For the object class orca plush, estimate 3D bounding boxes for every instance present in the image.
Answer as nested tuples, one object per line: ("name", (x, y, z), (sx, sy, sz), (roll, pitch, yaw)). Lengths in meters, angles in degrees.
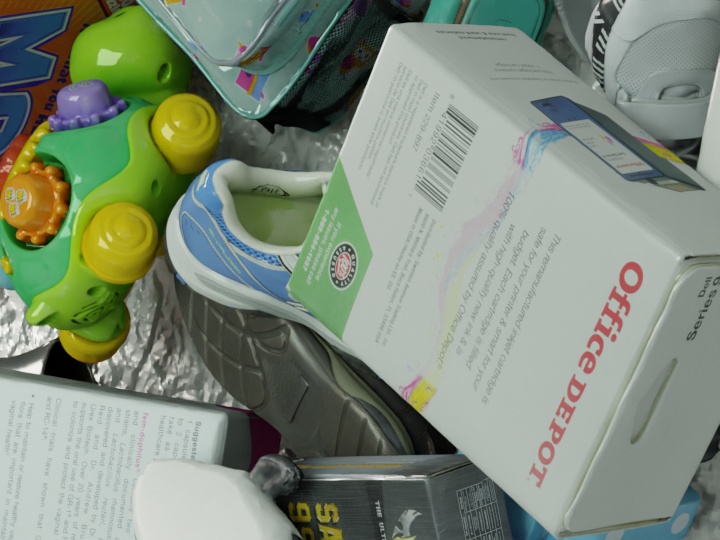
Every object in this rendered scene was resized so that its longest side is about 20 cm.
("orca plush", (-0.035, 0.151, 1.429), (0.199, 0.071, 0.106), (11, 65, 45))

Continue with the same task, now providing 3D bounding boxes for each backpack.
("backpack", (-0.033, -0.196, 1.537), (0.200, 0.153, 0.176), (-44, 70, 8))

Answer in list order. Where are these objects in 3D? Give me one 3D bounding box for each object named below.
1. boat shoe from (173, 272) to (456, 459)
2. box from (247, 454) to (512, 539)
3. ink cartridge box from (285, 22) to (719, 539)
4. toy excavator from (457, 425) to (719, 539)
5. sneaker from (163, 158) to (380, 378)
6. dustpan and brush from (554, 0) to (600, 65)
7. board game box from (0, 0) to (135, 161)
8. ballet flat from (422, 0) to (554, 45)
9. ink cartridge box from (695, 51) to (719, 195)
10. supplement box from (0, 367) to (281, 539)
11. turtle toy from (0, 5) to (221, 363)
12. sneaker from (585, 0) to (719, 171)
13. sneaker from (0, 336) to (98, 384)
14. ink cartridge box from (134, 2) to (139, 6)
("boat shoe", (-0.025, 0.043, 1.545), (0.200, 0.073, 0.075), (52, 131, 23))
("box", (0.019, 0.192, 1.444), (0.158, 0.048, 0.201), (-4, 99, 52))
("ink cartridge box", (0.077, 0.002, 1.309), (0.200, 0.087, 0.146), (42, 120, 37))
("toy excavator", (0.104, 0.139, 1.425), (0.194, 0.099, 0.201), (40, 122, 36))
("sneaker", (0.000, 0.000, 1.472), (0.077, 0.199, 0.076), (112, 172, -62))
("dustpan and brush", (0.132, -0.164, 1.386), (0.139, 0.057, 0.201), (7, 125, 40))
("board game box", (-0.282, -0.150, 1.677), (0.200, 0.199, 0.200), (53, 130, 31))
("ballet flat", (0.047, -0.085, 1.511), (0.071, 0.067, 0.201), (-89, 20, -56))
("ink cartridge box", (0.248, -0.114, 1.311), (0.125, 0.128, 0.201), (10, 88, 39))
("supplement box", (-0.153, 0.109, 1.579), (0.199, 0.101, 0.104), (7, 88, 17))
("turtle toy", (-0.138, -0.054, 1.596), (0.201, 0.101, 0.146), (-63, 0, -29))
("sneaker", (0.146, -0.050, 1.361), (0.200, 0.075, 0.115), (100, 160, -54))
("sneaker", (-0.196, 0.139, 1.669), (0.106, 0.075, 0.201), (-22, 69, 35))
("ink cartridge box", (-0.134, -0.190, 1.701), (0.160, 0.050, 0.201), (24, 114, 39))
